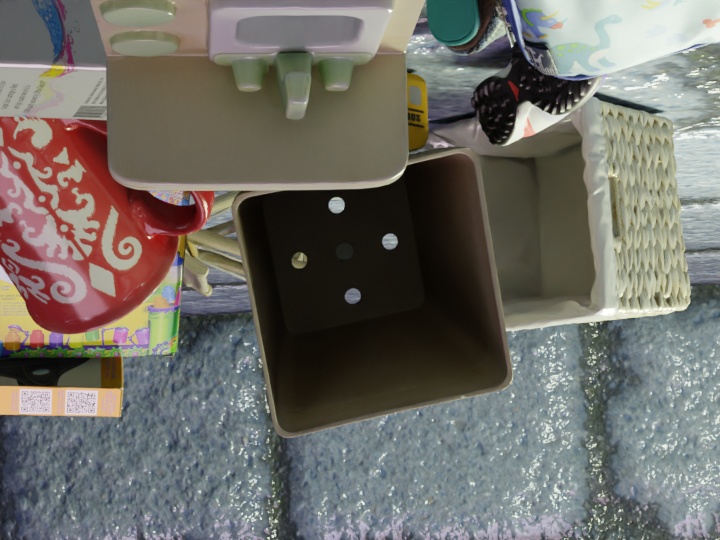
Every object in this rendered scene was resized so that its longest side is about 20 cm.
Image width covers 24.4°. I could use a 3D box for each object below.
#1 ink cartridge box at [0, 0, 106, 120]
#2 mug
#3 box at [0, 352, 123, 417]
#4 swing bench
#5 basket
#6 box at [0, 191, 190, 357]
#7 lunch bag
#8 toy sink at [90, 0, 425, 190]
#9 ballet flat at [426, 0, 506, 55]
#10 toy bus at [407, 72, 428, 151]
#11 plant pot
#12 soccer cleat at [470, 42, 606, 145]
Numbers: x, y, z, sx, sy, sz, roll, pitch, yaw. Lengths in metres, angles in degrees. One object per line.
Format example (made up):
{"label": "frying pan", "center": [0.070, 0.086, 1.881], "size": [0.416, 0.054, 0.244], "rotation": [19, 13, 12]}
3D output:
{"label": "ink cartridge box", "center": [-0.200, -0.149, 1.039], "size": [0.198, 0.085, 0.145], "rotation": [0, 173, -18]}
{"label": "mug", "center": [-0.217, -0.079, 1.227], "size": [0.177, 0.134, 0.201], "rotation": [-30, 131, 0]}
{"label": "box", "center": [-0.308, 0.072, 1.460], "size": [0.198, 0.120, 0.042], "rotation": [3, 130, -12]}
{"label": "swing bench", "center": [-0.129, -0.039, 1.796], "size": [0.198, 0.131, 0.199], "rotation": [-1, 174, -3]}
{"label": "basket", "center": [0.183, -0.047, 1.542], "size": [0.199, 0.200, 0.160], "rotation": [-9, 174, 44]}
{"label": "box", "center": [-0.253, -0.036, 1.420], "size": [0.198, 0.122, 0.194], "rotation": [0, 130, -13]}
{"label": "lunch bag", "center": [0.157, -0.172, 0.804], "size": [0.198, 0.083, 0.161], "rotation": [-12, 157, 9]}
{"label": "toy sink", "center": [-0.042, -0.140, 0.661], "size": [0.129, 0.202, 0.112], "rotation": [0, 174, -4]}
{"label": "ballet flat", "center": [0.091, -0.174, 0.979], "size": [0.073, 0.075, 0.200], "rotation": [0, 175, -11]}
{"label": "toy bus", "center": [-0.035, -0.126, 1.303], "size": [0.065, 0.079, 0.199], "rotation": [-6, 172, 44]}
{"label": "plant pot", "center": [0.000, 0.000, 1.396], "size": [0.198, 0.202, 0.177], "rotation": [-12, -166, -6]}
{"label": "soccer cleat", "center": [0.150, -0.149, 1.273], "size": [0.073, 0.069, 0.200], "rotation": [-24, 177, -19]}
